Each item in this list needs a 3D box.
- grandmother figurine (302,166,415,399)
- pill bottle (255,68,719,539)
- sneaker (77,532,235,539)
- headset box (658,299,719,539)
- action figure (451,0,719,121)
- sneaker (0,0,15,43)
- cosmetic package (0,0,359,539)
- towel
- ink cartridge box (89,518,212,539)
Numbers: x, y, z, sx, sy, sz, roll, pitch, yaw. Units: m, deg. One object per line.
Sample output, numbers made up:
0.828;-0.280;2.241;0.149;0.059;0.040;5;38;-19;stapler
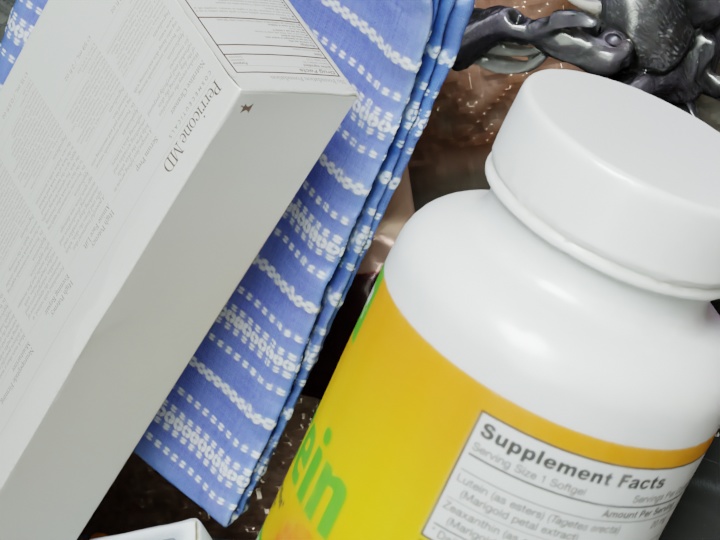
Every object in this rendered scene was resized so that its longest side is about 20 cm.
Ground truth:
0.000;0.000;0.829;0.121;0.060;0.202;2;103;42;grandmother figurine
0.045;0.046;0.717;0.110;0.111;0.201;29;113;9;pill bottle
-0.126;0.125;0.867;0.198;0.078;0.078;-15;138;12;sneaker
0.143;0.102;0.777;0.148;0.077;0.202;-1;99;30;headset box
0.062;-0.118;0.762;0.119;0.102;0.201;-40;107;-23;action figure
-0.156;-0.098;0.853;0.199;0.071;0.100;29;78;26;sneaker
-0.082;-0.005;0.706;0.201;0.050;0.083;-56;53;31;cosmetic package
-0.059;-0.037;0.731;0.144;0.024;0.201;33;118;19;towel
-0.111;0.174;0.829;0.198;0.044;0.199;-13;136;13;ink cartridge box
